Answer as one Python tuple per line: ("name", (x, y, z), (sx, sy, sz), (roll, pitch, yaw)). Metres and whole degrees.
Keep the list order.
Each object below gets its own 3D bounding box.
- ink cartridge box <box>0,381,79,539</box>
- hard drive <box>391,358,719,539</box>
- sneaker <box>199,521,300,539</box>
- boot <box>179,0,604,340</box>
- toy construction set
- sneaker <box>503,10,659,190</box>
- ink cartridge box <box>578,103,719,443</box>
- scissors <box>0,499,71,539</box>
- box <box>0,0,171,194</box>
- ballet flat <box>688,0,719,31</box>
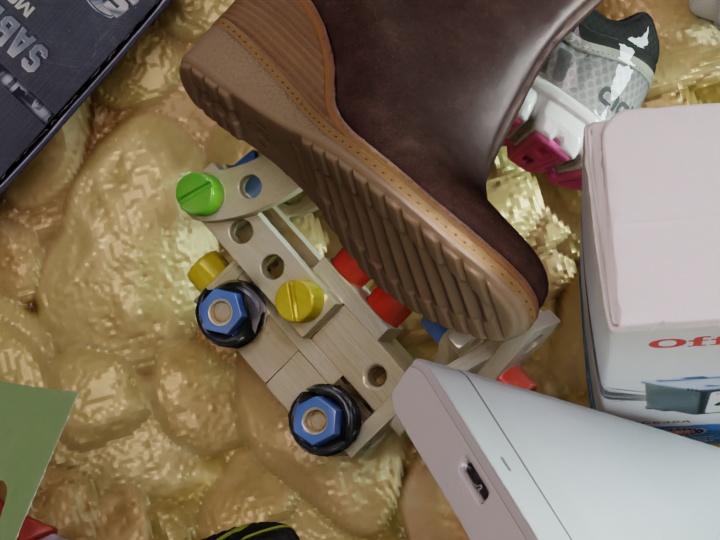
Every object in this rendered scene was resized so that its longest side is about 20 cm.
("ink cartridge box", (-0.202, 0.097, 1.052), (0.048, 0.200, 0.146), (30, 75, -30))
("hard drive", (0.117, 0.101, 1.006), (0.027, 0.200, 0.132), (-57, 37, 21))
("sneaker", (-0.108, 0.170, 1.080), (0.200, 0.075, 0.077), (-21, 95, 7))
("boot", (0.045, -0.077, 1.035), (0.166, 0.072, 0.200), (-36, 56, -19))
("toy construction set", (0.000, 0.000, 1.098), (0.131, 0.092, 0.200), (-45, 59, 12))
("sneaker", (0.045, -0.121, 1.146), (0.200, 0.074, 0.087), (37, 76, 11))
("ink cartridge box", (0.160, 0.005, 1.036), (0.146, 0.200, 0.086), (-4, 75, 3))
("scissors", (-0.127, 0.113, 1.124), (0.200, 0.014, 0.073), (3, 76, 5))
("box", (-0.196, -0.136, 1.136), (0.200, 0.051, 0.158), (44, 82, -14))
("ballet flat", (0.155, -0.148, 1.152), (0.073, 0.073, 0.200), (-39, 82, -6))
